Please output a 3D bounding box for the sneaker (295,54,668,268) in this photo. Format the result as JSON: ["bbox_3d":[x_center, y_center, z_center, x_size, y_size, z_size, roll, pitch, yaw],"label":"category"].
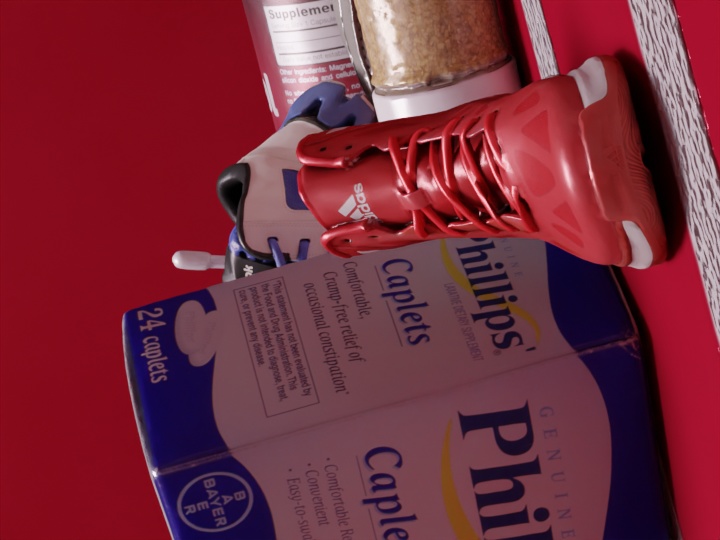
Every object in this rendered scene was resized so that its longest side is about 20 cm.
[{"bbox_3d":[0.038,-0.025,0.785,0.200,0.114,0.079,-163,58,-88],"label":"sneaker"}]

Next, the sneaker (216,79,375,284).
[{"bbox_3d":[-0.001,0.000,1.047,0.199,0.115,0.081,39,147,30],"label":"sneaker"}]

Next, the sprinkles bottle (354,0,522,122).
[{"bbox_3d":[0.020,-0.157,0.978,0.068,0.068,0.202,-113,9,-75],"label":"sprinkles bottle"}]

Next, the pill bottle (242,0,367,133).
[{"bbox_3d":[-0.003,-0.130,1.177,0.113,0.112,0.202,-112,7,-72],"label":"pill bottle"}]

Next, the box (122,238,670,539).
[{"bbox_3d":[0.021,0.090,0.919,0.105,0.198,0.185,-110,5,-53],"label":"box"}]

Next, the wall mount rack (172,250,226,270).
[{"bbox_3d":[-0.010,0.044,1.209,0.074,0.172,0.202,31,-127,-62],"label":"wall mount rack"}]

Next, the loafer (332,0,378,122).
[{"bbox_3d":[0.038,-0.089,1.096,0.070,0.069,0.201,-134,21,-75],"label":"loafer"}]
